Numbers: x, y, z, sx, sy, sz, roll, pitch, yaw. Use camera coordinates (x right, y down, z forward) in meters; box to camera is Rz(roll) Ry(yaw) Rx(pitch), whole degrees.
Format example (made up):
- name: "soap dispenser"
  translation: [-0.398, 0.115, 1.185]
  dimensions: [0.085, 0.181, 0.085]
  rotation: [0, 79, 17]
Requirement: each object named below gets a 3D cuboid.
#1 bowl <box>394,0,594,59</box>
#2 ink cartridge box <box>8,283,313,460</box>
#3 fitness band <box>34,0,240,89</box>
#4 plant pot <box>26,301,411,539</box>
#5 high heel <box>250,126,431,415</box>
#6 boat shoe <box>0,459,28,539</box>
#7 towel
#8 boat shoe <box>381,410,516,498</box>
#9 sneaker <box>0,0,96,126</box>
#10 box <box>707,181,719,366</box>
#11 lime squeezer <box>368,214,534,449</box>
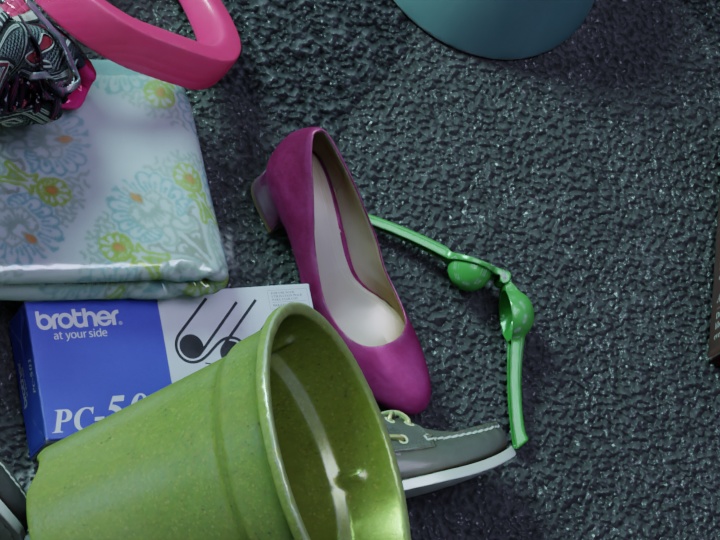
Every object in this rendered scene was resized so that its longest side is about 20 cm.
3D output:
- name: "bowl"
  translation: [0.109, -0.266, 1.786]
  dimensions: [0.199, 0.105, 0.202]
  rotation: [8, 68, -21]
- name: "ink cartridge box"
  translation: [-0.121, 0.064, 1.594]
  dimensions: [0.199, 0.044, 0.095]
  rotation: [-3, 71, -25]
- name: "fitness band"
  translation: [-0.157, -0.185, 1.622]
  dimensions: [0.199, 0.037, 0.144]
  rotation: [13, 40, -56]
- name: "plant pot"
  translation: [-0.092, 0.143, 1.480]
  dimensions: [0.200, 0.183, 0.202]
  rotation: [-19, 90, -73]
- name: "high heel"
  translation: [0.000, 0.000, 1.642]
  dimensions: [0.067, 0.096, 0.201]
  rotation: [-23, 82, -29]
- name: "boat shoe"
  translation: [-0.268, 0.086, 1.503]
  dimensions: [0.201, 0.072, 0.061]
  rotation: [45, 52, -10]
- name: "towel"
  translation: [-0.194, -0.058, 1.586]
  dimensions: [0.198, 0.048, 0.172]
  rotation: [-1, 58, -21]
- name: "boat shoe"
  translation: [0.008, 0.123, 1.616]
  dimensions: [0.200, 0.072, 0.061]
  rotation: [-12, 81, -24]
- name: "sneaker"
  translation: [-0.209, -0.120, 1.498]
  dimensions: [0.074, 0.081, 0.200]
  rotation: [32, 18, -3]
- name: "box"
  translation: [0.364, -0.028, 1.778]
  dimensions: [0.163, 0.166, 0.201]
  rotation: [16, 66, -17]
- name: "lime squeezer"
  translation: [0.075, 0.022, 1.711]
  dimensions: [0.070, 0.038, 0.201]
  rotation: [-36, 89, 1]
